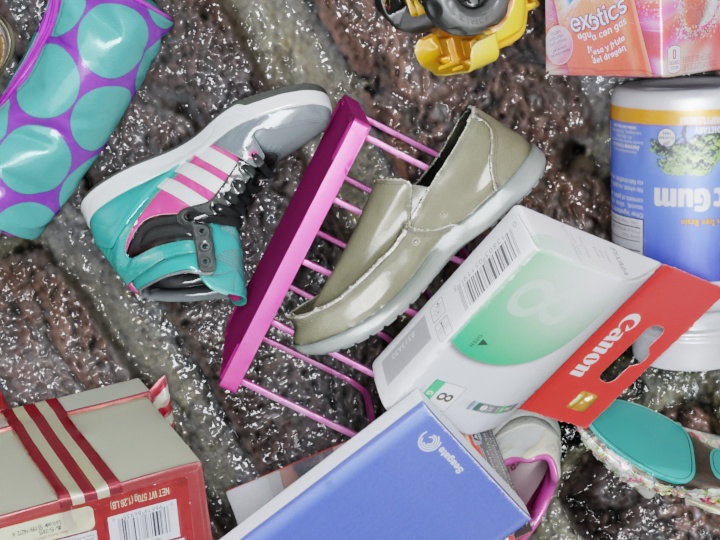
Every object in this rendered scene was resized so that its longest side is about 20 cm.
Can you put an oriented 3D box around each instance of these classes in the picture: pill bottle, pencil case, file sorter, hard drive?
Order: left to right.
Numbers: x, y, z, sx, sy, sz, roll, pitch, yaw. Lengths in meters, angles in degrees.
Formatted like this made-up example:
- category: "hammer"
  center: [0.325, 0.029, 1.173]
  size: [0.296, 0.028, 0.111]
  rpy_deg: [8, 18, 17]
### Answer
- category: "pencil case"
  center: [-0.217, -0.118, 0.945]
  size: [0.092, 0.085, 0.201]
  rpy_deg: [27, 101, -38]
- category: "hard drive"
  center: [-0.002, 0.181, 0.892]
  size: [0.200, 0.025, 0.132]
  rpy_deg: [-38, 121, 8]
- category: "file sorter"
  center: [0.000, 0.000, 0.957]
  size: [0.125, 0.139, 0.201]
  rpy_deg: [26, 101, -10]
- category: "pill bottle"
  center: [0.237, -0.035, 0.974]
  size: [0.111, 0.112, 0.202]
  rpy_deg: [-4, 103, -2]

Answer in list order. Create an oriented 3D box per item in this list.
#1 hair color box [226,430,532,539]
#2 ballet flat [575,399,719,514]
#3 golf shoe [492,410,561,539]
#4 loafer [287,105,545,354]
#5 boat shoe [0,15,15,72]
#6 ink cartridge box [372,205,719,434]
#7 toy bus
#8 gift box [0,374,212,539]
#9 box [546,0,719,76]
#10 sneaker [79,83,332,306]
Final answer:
- category: "hair color box"
  center: [0.011, 0.177, 0.992]
  size: [0.199, 0.064, 0.112]
  rpy_deg: [-25, 78, 19]
- category: "ballet flat"
  center: [0.253, 0.157, 1.045]
  size: [0.199, 0.076, 0.064]
  rpy_deg: [18, 135, -2]
- category: "golf shoe"
  center: [0.089, 0.196, 1.031]
  size: [0.075, 0.092, 0.201]
  rpy_deg: [26, 102, -11]
- category: "loafer"
  center: [0.024, -0.027, 0.851]
  size: [0.200, 0.075, 0.070]
  rpy_deg: [-43, 102, -6]
- category: "boat shoe"
  center: [-0.339, -0.189, 0.931]
  size: [0.199, 0.068, 0.075]
  rpy_deg: [20, 101, -7]
- category: "ink cartridge box"
  center: [0.132, 0.052, 0.893]
  size: [0.199, 0.050, 0.161]
  rpy_deg: [20, 126, -30]
- category: "toy bus"
  center: [0.097, -0.254, 0.919]
  size: [0.191, 0.136, 0.201]
  rpy_deg: [-21, 106, -14]
- category: "gift box"
  center: [-0.198, 0.174, 0.947]
  size: [0.183, 0.187, 0.202]
  rpy_deg: [-8, 107, -24]
- category: "box"
  center: [0.220, -0.187, 0.889]
  size: [0.199, 0.094, 0.103]
  rpy_deg: [-12, 105, -40]
- category: "sneaker"
  center: [-0.093, -0.039, 0.948]
  size: [0.199, 0.084, 0.121]
  rpy_deg: [-28, 71, 10]
